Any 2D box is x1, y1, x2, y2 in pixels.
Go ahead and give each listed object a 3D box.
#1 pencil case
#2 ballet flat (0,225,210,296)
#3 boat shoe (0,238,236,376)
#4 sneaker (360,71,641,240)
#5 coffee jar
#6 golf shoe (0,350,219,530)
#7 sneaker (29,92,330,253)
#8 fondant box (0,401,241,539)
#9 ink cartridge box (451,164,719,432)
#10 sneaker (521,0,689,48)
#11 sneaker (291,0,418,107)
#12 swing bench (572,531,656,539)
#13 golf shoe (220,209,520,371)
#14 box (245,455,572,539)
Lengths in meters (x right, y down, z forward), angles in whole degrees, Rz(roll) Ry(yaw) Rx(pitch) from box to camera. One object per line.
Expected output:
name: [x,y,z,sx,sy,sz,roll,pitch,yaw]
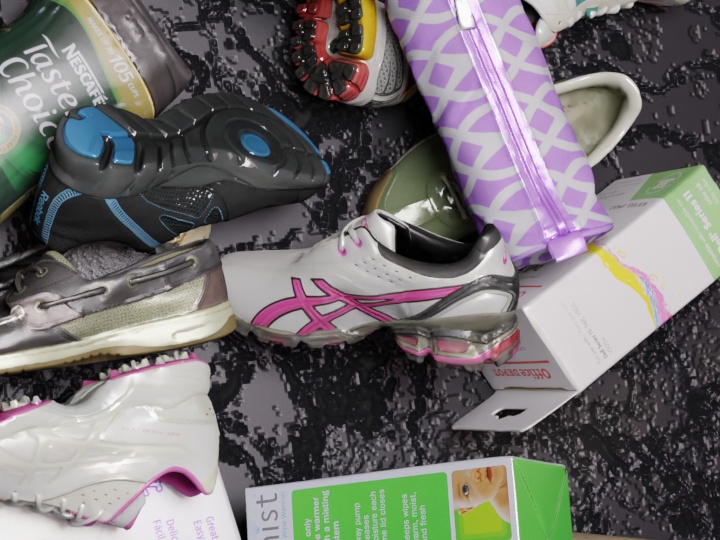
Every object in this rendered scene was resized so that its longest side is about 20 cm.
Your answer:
pencil case: [0.084,-0.097,1.221,0.084,0.085,0.200,-23,87,-14]
ballet flat: [-0.174,0.008,1.205,0.200,0.057,0.067,-26,93,-22]
boat shoe: [-0.170,0.022,1.149,0.200,0.072,0.066,-9,92,-20]
sneaker: [0.095,-0.075,1.297,0.200,0.090,0.067,-30,95,-21]
coffee jar: [-0.201,-0.095,1.194,0.200,0.085,0.104,-38,97,-21]
golf shoe: [-0.168,0.109,1.128,0.200,0.075,0.092,-16,90,-20]
sneaker: [-0.107,-0.055,1.200,0.200,0.082,0.073,-2,46,-41]
fondant box: [-0.177,0.154,1.186,0.200,0.058,0.145,-17,89,-22]
ink cartridge box: [0.135,0.018,1.284,0.200,0.117,0.067,-37,101,-21]
sneaker: [0.131,-0.182,1.329,0.199,0.070,0.094,11,81,-29]
sneaker: [0.002,-0.197,1.298,0.082,0.078,0.201,15,72,-45]
swing bench: [0.148,0.262,1.239,0.130,0.200,0.199,24,71,-61]
golf shoe: [0.000,0.000,1.217,0.199,0.073,0.092,5,117,18]
box: [0.033,0.218,1.179,0.176,0.097,0.201,-8,77,24]
